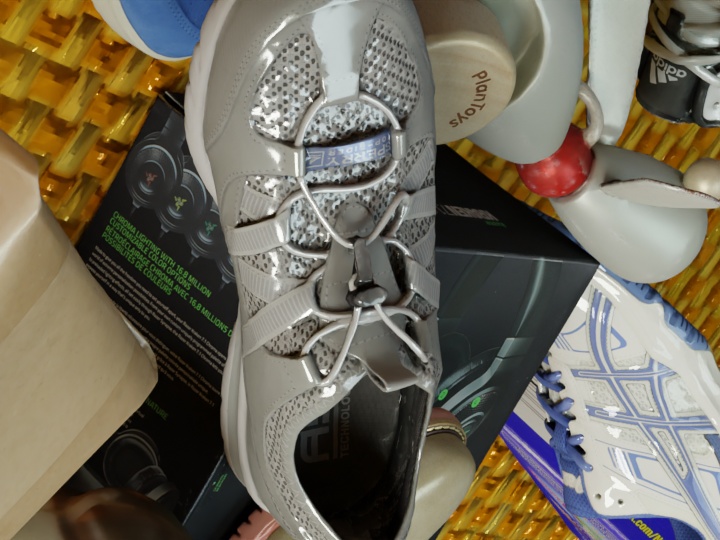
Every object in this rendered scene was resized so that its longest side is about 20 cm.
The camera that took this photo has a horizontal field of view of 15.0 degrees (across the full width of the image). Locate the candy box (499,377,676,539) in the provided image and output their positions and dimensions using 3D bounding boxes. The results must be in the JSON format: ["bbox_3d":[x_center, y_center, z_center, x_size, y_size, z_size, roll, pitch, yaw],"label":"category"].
[{"bbox_3d":[0.152,0.117,1.234,0.077,0.169,0.200,-44,153,-5],"label":"candy box"}]

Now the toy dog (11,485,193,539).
[{"bbox_3d":[-0.136,0.109,0.772,0.200,0.194,0.140,-6,117,-46],"label":"toy dog"}]

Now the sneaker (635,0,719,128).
[{"bbox_3d":[0.136,-0.104,1.041,0.200,0.076,0.116,-3,124,-59],"label":"sneaker"}]

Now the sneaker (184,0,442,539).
[{"bbox_3d":[0.000,0.000,0.783,0.075,0.082,0.200,-16,126,-17],"label":"sneaker"}]

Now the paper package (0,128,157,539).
[{"bbox_3d":[-0.178,0.019,0.585,0.200,0.191,0.104,-45,157,-10],"label":"paper package"}]

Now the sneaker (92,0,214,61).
[{"bbox_3d":[-0.013,-0.121,0.752,0.077,0.111,0.200,-24,143,-42],"label":"sneaker"}]

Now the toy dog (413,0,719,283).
[{"bbox_3d":[0.072,-0.072,0.899,0.096,0.132,0.200,-29,159,22],"label":"toy dog"}]

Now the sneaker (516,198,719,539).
[{"bbox_3d":[0.100,0.053,1.077,0.088,0.200,0.075,-48,-168,2],"label":"sneaker"}]

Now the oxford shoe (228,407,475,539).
[{"bbox_3d":[-0.024,0.132,0.884,0.200,0.074,0.071,-48,151,-5],"label":"oxford shoe"}]

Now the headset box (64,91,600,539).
[{"bbox_3d":[-0.030,0.040,0.944,0.174,0.093,0.200,3,122,-57],"label":"headset box"}]
